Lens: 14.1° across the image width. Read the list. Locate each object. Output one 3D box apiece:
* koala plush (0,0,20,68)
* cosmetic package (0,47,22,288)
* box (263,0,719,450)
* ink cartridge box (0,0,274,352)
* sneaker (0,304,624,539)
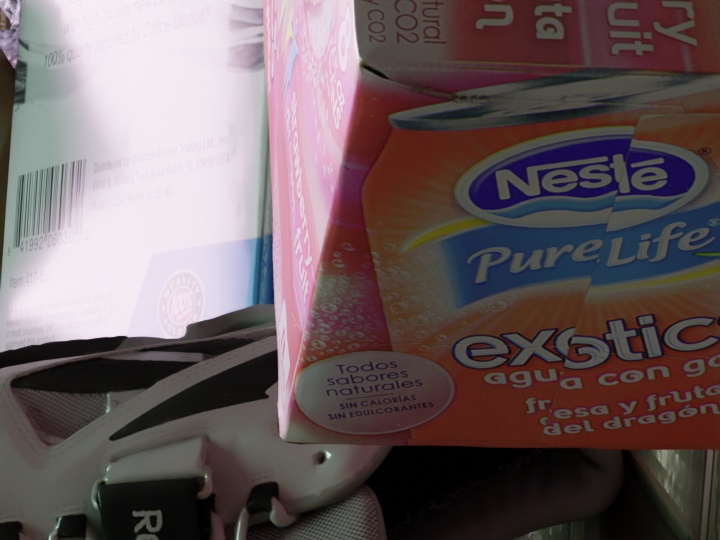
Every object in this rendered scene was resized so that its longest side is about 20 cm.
[{"bbox_3d":[-0.080,-0.127,1.128,0.178,0.183,0.201,-57,-15,-45],"label":"koala plush"},{"bbox_3d":[-0.105,0.006,0.894,0.200,0.071,0.105,59,175,-20],"label":"cosmetic package"},{"bbox_3d":[0.034,-0.081,0.466,0.103,0.094,0.201,102,168,-55],"label":"box"},{"bbox_3d":[-0.029,-0.051,0.787,0.146,0.086,0.201,-8,75,56],"label":"ink cartridge box"},{"bbox_3d":[-0.035,0.055,0.622,0.088,0.199,0.074,39,146,57],"label":"sneaker"}]
